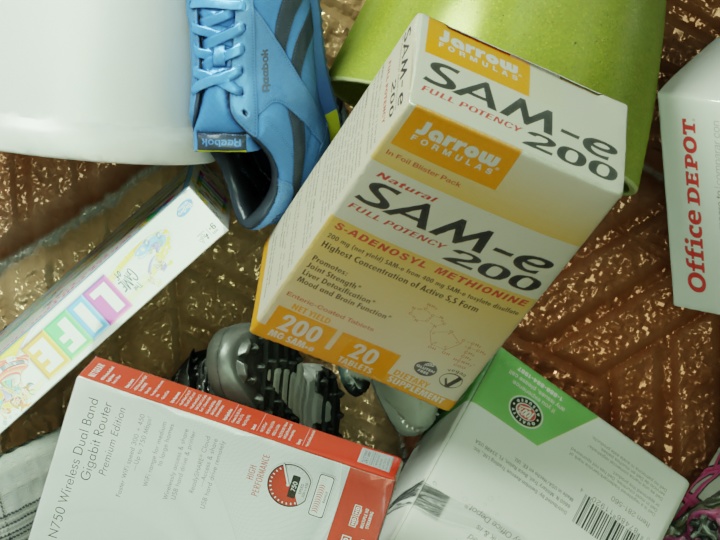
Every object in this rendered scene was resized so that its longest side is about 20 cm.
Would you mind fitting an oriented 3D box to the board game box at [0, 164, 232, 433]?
[{"bbox_3d":[-0.159,0.020,1.540,0.200,0.134,0.034,-41,98,6],"label":"board game box"}]

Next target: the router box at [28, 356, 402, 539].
[{"bbox_3d":[-0.092,0.170,1.437,0.179,0.049,0.200,18,102,2],"label":"router box"}]

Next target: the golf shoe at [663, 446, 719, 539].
[{"bbox_3d":[0.238,0.136,1.599,0.073,0.092,0.200,35,121,9],"label":"golf shoe"}]

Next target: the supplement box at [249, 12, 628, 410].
[{"bbox_3d":[0.039,-0.026,1.411,0.126,0.074,0.200,22,134,-14],"label":"supplement box"}]

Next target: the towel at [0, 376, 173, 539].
[{"bbox_3d":[-0.139,0.173,1.552,0.034,0.200,0.193,-5,103,41],"label":"towel"}]

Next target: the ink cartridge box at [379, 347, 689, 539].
[{"bbox_3d":[0.080,0.170,1.545,0.146,0.084,0.200,36,59,-7],"label":"ink cartridge box"}]

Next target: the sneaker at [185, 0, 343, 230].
[{"bbox_3d":[-0.063,-0.113,1.436,0.066,0.078,0.200,10,130,32],"label":"sneaker"}]

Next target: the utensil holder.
[{"bbox_3d":[-0.156,-0.168,1.492,0.170,0.170,0.200,5,98,-2],"label":"utensil holder"}]

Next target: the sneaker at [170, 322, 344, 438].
[{"bbox_3d":[-0.073,0.072,1.530,0.090,0.200,0.067,1,79,12],"label":"sneaker"}]

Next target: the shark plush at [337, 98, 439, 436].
[{"bbox_3d":[0.000,0.000,1.566,0.091,0.083,0.200,-27,83,-8],"label":"shark plush"}]

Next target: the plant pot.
[{"bbox_3d":[0.101,-0.167,1.505,0.187,0.187,0.200,20,86,-5],"label":"plant pot"}]

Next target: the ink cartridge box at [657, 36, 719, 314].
[{"bbox_3d":[0.275,-0.040,1.501,0.200,0.083,0.147,11,123,32],"label":"ink cartridge box"}]
